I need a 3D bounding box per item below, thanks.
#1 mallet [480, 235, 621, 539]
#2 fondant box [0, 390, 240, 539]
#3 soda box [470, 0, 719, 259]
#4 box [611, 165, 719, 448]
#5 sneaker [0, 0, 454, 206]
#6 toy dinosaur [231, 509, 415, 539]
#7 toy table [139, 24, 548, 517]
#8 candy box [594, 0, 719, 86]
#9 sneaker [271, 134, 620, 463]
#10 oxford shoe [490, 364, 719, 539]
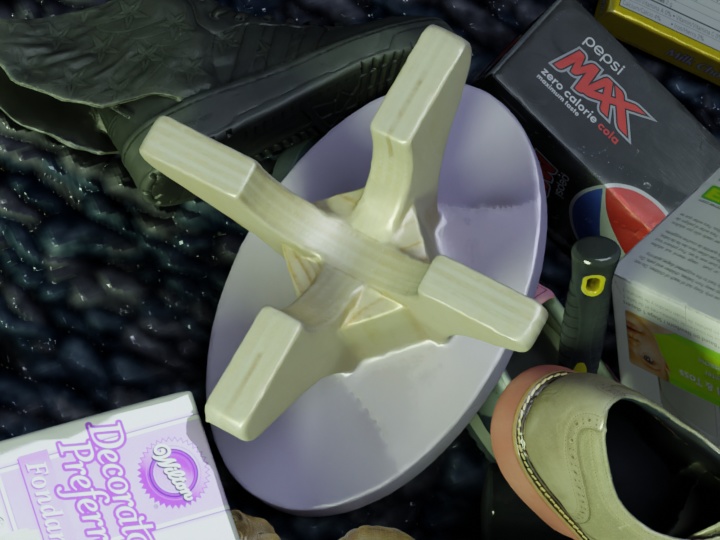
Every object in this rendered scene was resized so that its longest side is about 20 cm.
[{"bbox_3d":[0.079,0.055,1.250,0.066,0.200,0.041,-2,50,5],"label":"mallet"},{"bbox_3d":[-0.142,0.145,1.186,0.200,0.058,0.145,-15,77,-20],"label":"fondant box"},{"bbox_3d":[0.136,-0.030,1.400,0.200,0.063,0.071,44,59,-3],"label":"soda box"},{"bbox_3d":[0.186,0.065,1.293,0.112,0.200,0.101,26,52,33],"label":"box"},{"bbox_3d":[-0.062,-0.096,1.322,0.199,0.060,0.104,-24,62,-22],"label":"sneaker"},{"bbox_3d":[0.016,0.160,1.271,0.200,0.058,0.101,22,61,-16],"label":"toy dinosaur"},{"bbox_3d":[0.000,0.000,1.250,0.183,0.117,0.200,15,78,15],"label":"toy table"},{"bbox_3d":[0.215,-0.127,1.496,0.200,0.026,0.102,24,60,-15],"label":"candy box"},{"bbox_3d":[0.047,0.007,1.332,0.200,0.082,0.070,45,59,-2],"label":"sneaker"},{"bbox_3d":[0.138,0.114,1.204,0.200,0.075,0.071,39,72,-24],"label":"oxford shoe"}]
